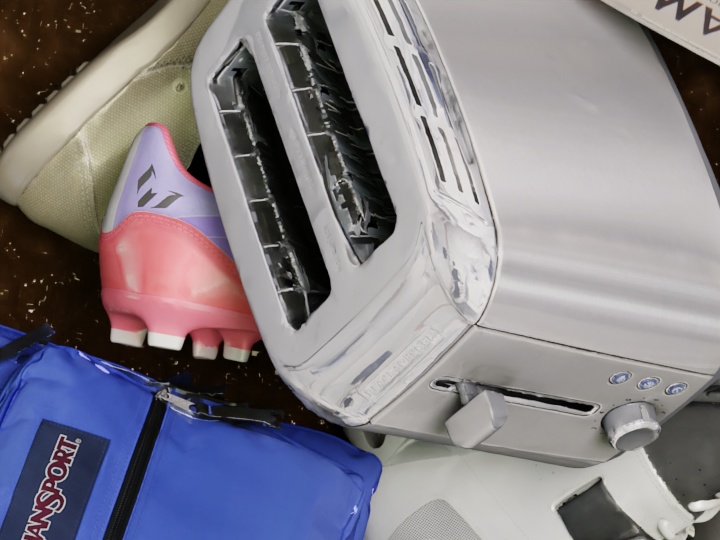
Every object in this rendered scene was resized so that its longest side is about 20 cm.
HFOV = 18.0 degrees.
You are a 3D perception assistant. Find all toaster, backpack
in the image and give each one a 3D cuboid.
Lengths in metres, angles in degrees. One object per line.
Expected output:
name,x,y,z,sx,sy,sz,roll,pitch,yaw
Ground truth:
toaster,0.030,-0.034,0.726,0.129,0.114,0.201,6,54,-39
backpack,-0.105,0.097,0.764,0.199,0.168,0.163,19,58,-4

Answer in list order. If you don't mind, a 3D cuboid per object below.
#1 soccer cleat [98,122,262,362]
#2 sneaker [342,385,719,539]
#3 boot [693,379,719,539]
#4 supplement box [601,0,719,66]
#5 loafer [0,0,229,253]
soccer cleat,0.000,0.000,0.797,0.199,0.067,0.077,8,89,-32
sneaker,0.088,0.086,0.795,0.199,0.074,0.089,-9,80,33
boot,0.117,0.083,0.851,0.200,0.077,0.139,-37,87,-7
supplement box,0.163,-0.161,0.721,0.073,0.126,0.201,31,109,26
loafer,-0.043,-0.080,0.813,0.200,0.076,0.068,-42,99,7
